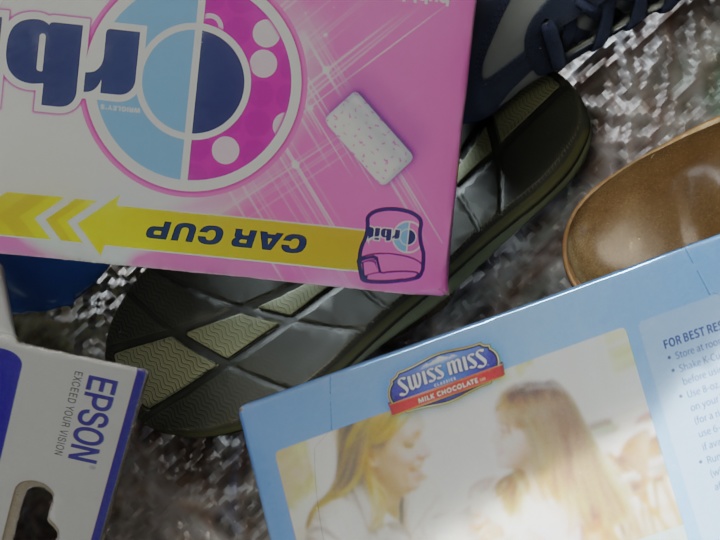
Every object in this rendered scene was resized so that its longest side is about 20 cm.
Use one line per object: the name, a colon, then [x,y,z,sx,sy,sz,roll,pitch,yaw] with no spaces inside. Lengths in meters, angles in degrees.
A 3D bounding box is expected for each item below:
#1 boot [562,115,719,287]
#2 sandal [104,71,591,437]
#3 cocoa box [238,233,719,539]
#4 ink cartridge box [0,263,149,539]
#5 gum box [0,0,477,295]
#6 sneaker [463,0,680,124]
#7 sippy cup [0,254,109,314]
boot: [0.157,-0.035,1.014,0.199,0.075,0.074,-16,75,18]
sandal: [0.001,0.000,1.078,0.201,0.057,0.080,-32,63,-4]
cocoa box: [0.083,0.084,0.984,0.199,0.131,0.134,-20,72,15]
ink cartridge box: [-0.187,0.063,1.042,0.199,0.198,0.047,11,47,-9]
gum box: [-0.066,-0.059,0.981,0.199,0.066,0.114,6,93,-6]
sneaker: [0.104,-0.117,1.043,0.082,0.070,0.200,40,86,23]
sippy cup: [-0.156,-0.039,1.083,0.130,0.178,0.140,6,51,36]
